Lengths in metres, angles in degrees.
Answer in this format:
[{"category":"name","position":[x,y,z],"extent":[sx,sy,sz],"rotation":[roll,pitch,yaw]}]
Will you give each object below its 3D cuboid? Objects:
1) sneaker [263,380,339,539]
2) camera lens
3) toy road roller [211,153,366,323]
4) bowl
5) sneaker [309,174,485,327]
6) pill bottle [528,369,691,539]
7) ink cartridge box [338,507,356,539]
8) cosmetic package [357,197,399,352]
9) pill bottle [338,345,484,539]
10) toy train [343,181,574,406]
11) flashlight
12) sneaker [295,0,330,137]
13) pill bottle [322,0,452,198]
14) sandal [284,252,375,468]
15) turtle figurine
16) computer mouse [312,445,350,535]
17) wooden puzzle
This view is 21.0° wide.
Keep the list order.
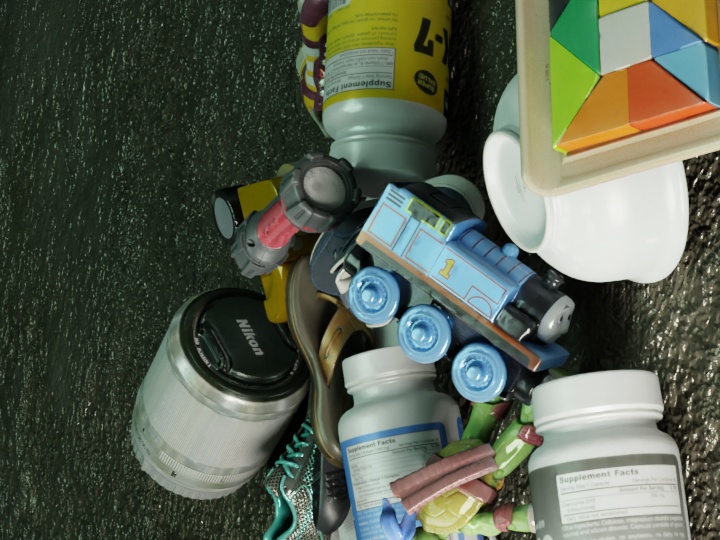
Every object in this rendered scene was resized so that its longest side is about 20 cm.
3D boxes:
[{"category":"sneaker","position":[-0.052,0.199,1.932],"extent":[0.077,0.091,0.201],"rotation":[12,100,62]},{"category":"camera lens","position":[-0.147,0.129,2.051],"extent":[0.200,0.159,0.161],"rotation":[-60,38,45]},{"category":"toy road roller","position":[-0.050,-0.031,1.914],"extent":[0.200,0.122,0.147],"rotation":[-16,89,63]},{"category":"bowl","position":[0.153,-0.072,1.456],"extent":[0.201,0.090,0.202],"rotation":[53,155,39]},{"category":"sneaker","position":[-0.001,-0.002,1.665],"extent":[0.202,0.146,0.077],"rotation":[-29,104,44]},{"category":"pill bottle","position":[0.184,0.181,1.427],"extent":[0.114,0.113,0.201],"rotation":[-31,62,60]},{"category":"ink cartridge box","position":[0.025,0.250,1.822],"extent":[0.109,0.050,0.201],"rotation":[-39,56,57]},{"category":"cosmetic package","position":[0.030,0.022,1.814],"extent":[0.200,0.051,0.151],"rotation":[118,144,-42]},{"category":"pill bottle","position":[0.041,0.171,1.706],"extent":[0.112,0.112,0.201],"rotation":[-31,66,60]},{"category":"toy train","position":[0.078,0.018,1.509],"extent":[0.200,0.087,0.115],"rotation":[36,108,21]},{"category":"flashlight","position":[-0.064,-0.043,1.729],"extent":[0.068,0.067,0.200],"rotation":[67,152,9]},{"category":"sneaker","position":[-0.021,-0.205,1.878],"extent":[0.200,0.074,0.091],"rotation":[95,162,-67]},{"category":"pill bottle","position":[0.024,-0.173,1.737],"extent":[0.114,0.114,0.201],"rotation":[-24,60,61]},{"category":"sandal","position":[-0.018,0.079,1.777],"extent":[0.054,0.081,0.201],"rotation":[-23,68,44]},{"category":"turtle figurine","position":[0.127,0.169,1.592],"extent":[0.144,0.199,0.195],"rotation":[-130,64,-83]},{"category":"computer mouse","position":[-0.025,0.150,1.843],"extent":[0.059,0.034,0.201],"rotation":[131,141,-76]},{"category":"wooden puzzle","position":[0.192,-0.160,1.341],"extent":[0.199,0.037,0.186],"rotation":[-13,69,36]}]
